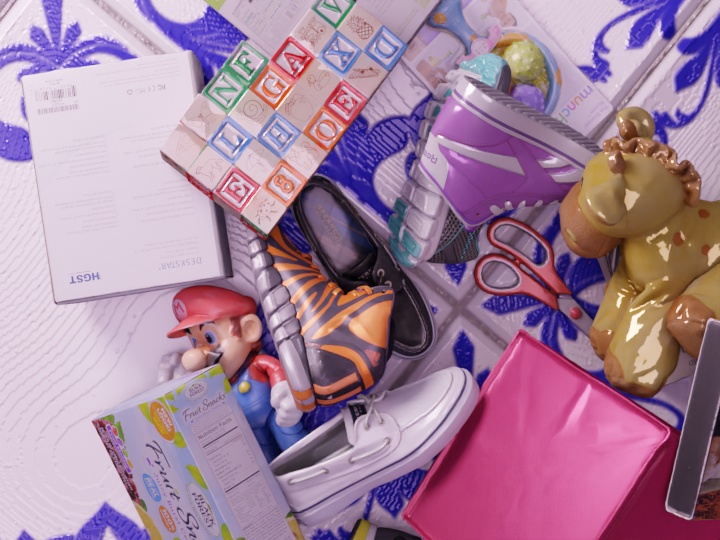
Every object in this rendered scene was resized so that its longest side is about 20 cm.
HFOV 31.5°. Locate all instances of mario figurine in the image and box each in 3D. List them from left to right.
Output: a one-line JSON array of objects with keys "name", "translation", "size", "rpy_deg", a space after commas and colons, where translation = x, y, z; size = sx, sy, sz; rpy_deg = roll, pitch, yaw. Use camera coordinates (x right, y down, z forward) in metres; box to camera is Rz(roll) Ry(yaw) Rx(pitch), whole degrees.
[{"name": "mario figurine", "translation": [-0.118, 0.109, 1.142], "size": [0.122, 0.106, 0.202], "rpy_deg": [-28, 95, 3]}]

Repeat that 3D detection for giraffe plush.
[{"name": "giraffe plush", "translation": [0.227, -0.028, 1.003], "size": [0.162, 0.173, 0.200], "rpy_deg": [41, 108, -17]}]

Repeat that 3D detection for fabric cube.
[{"name": "fabric cube", "translation": [0.196, 0.204, 1.066], "size": [0.199, 0.200, 0.197], "rpy_deg": [33, 92, -38]}]

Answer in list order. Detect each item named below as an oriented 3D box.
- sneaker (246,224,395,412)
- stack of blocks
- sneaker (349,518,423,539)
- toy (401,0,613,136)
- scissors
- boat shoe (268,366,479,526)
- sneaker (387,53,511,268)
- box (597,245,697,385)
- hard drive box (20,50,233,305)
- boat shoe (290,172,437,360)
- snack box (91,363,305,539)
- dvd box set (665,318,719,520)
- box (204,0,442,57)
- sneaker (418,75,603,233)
[{"name": "sneaker", "translation": [-0.029, 0.024, 1.110], "size": [0.111, 0.078, 0.202], "rpy_deg": [-18, 60, -6]}, {"name": "stack of blocks", "translation": [-0.065, -0.142, 1.081], "size": [0.115, 0.059, 0.201], "rpy_deg": [38, 84, -3]}, {"name": "sneaker", "translation": [0.019, 0.333, 1.165], "size": [0.083, 0.074, 0.203], "rpy_deg": [5, 93, 7]}, {"name": "toy", "translation": [0.125, -0.181, 1.155], "size": [0.115, 0.047, 0.200], "rpy_deg": [-43, 92, 4]}, {"name": "scissors", "translation": [0.195, 0.026, 1.184], "size": [0.199, 0.014, 0.074], "rpy_deg": [32, 91, -1]}, {"name": "boat shoe", "translation": [0.008, 0.140, 1.080], "size": [0.199, 0.074, 0.067], "rpy_deg": [-39, 119, 4]}, {"name": "sneaker", "translation": [0.096, -0.094, 1.140], "size": [0.090, 0.078, 0.202], "rpy_deg": [10, 112, -34]}, {"name": "box", "translation": [0.262, -0.003, 1.155], "size": [0.081, 0.068, 0.202], "rpy_deg": [-22, 92, 2]}, {"name": "hard drive box", "translation": [-0.205, -0.080, 1.138], "size": [0.154, 0.077, 0.203], "rpy_deg": [-8, 90, 0]}, {"name": "boat shoe", "translation": [0.000, 0.000, 1.159], "size": [0.068, 0.057, 0.201], "rpy_deg": [-37, 93, 1]}, {"name": "snack box", "translation": [-0.138, 0.195, 1.113], "size": [0.067, 0.168, 0.202], "rpy_deg": [-29, 95, -35]}, {"name": "dvd box set", "translation": [0.321, 0.117, 0.979], "size": [0.198, 0.029, 0.148], "rpy_deg": [7, 98, -38]}, {"name": "box", "translation": [-0.041, -0.253, 1.136], "size": [0.199, 0.036, 0.145], "rpy_deg": [39, 111, -3]}, {"name": "sneaker", "translation": [0.140, -0.074, 1.081], "size": [0.199, 0.073, 0.115], "rpy_deg": [24, 107, -17]}]
